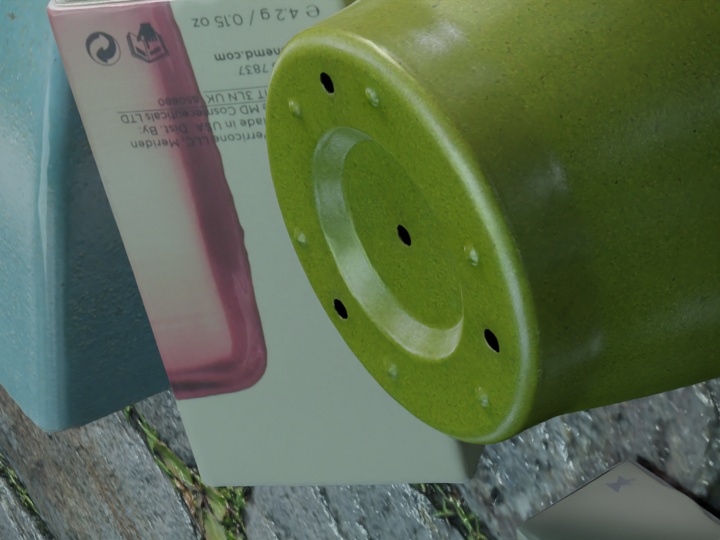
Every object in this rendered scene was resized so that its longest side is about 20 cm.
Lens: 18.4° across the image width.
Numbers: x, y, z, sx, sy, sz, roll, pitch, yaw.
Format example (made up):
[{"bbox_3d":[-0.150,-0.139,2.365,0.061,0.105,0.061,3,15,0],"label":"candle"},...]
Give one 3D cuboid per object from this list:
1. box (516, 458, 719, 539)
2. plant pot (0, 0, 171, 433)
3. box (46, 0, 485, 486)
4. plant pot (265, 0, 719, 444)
[{"bbox_3d":[0.123,0.188,0.967,0.082,0.068,0.200,34,143,47],"label":"box"},{"bbox_3d":[-0.111,-0.086,1.026,0.196,0.196,0.200,41,142,39],"label":"plant pot"},{"bbox_3d":[-0.016,-0.038,0.797,0.109,0.128,0.200,-3,121,20],"label":"box"},{"bbox_3d":[0.082,-0.047,0.667,0.200,0.193,0.201,45,150,36],"label":"plant pot"}]
